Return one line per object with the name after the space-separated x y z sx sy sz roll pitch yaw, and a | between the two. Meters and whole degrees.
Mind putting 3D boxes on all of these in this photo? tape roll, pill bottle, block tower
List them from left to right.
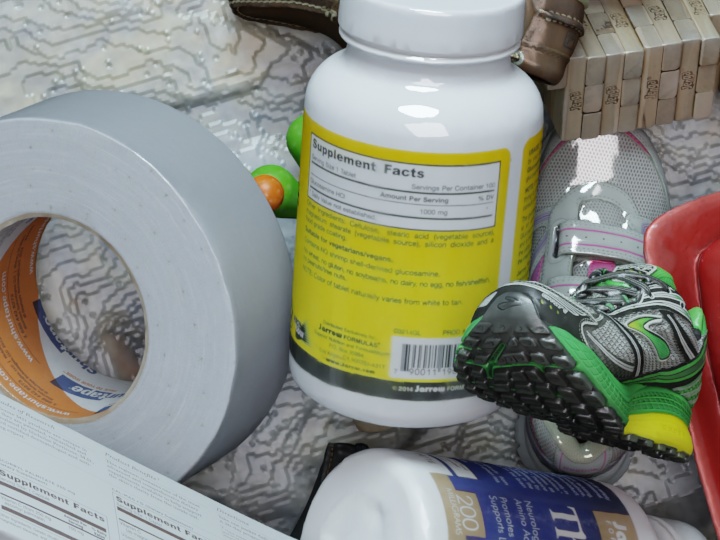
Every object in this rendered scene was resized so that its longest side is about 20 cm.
-0.133 0.015 1.360 0.200 0.066 0.201 7 107 25 | tape roll
0.027 -0.038 1.297 0.112 0.112 0.201 3 111 -3 | pill bottle
0.078 0.153 1.365 0.200 0.111 0.111 11 90 -34 | pill bottle
0.182 -0.115 1.406 0.199 0.054 0.058 -9 133 -11 | block tower

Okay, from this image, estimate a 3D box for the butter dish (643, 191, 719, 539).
0.268 0.040 1.369 0.199 0.148 0.201 -15 91 -24 | butter dish

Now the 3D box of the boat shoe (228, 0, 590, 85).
0.016 -0.121 1.372 0.202 0.075 0.075 4 82 35 | boat shoe

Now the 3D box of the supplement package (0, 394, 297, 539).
-0.132 0.175 1.272 0.200 0.111 0.156 29 112 -25 | supplement package

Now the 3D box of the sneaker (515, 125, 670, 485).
0.123 0.016 1.408 0.081 0.088 0.201 1 90 -3 | sneaker

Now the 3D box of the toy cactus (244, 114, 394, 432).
0.000 0.000 1.409 0.199 0.102 0.166 -16 101 -11 | toy cactus

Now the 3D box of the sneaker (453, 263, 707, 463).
0.105 0.032 1.288 0.078 0.200 0.085 11 83 26 | sneaker

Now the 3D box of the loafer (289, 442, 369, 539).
-0.044 0.179 1.412 0.072 0.073 0.201 17 88 2 | loafer
